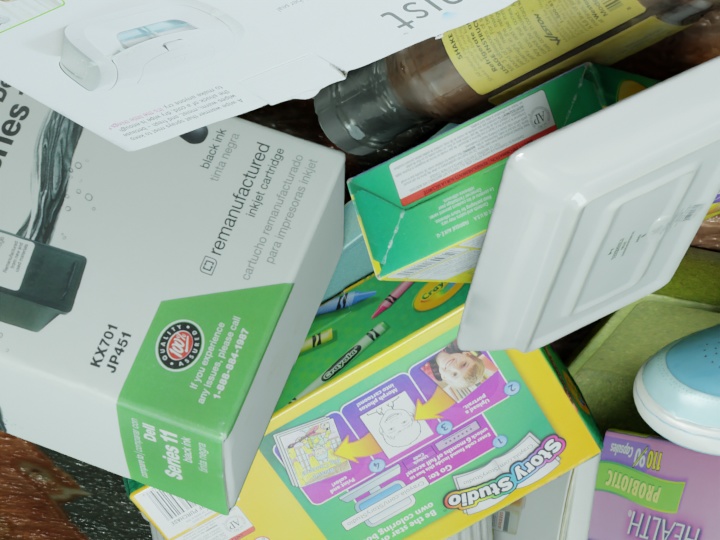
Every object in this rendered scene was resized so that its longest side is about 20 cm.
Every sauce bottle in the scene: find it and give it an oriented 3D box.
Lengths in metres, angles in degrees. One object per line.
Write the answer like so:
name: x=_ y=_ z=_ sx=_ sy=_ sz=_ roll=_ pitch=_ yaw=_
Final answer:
sauce bottle: x=0.056 y=-0.095 z=0.759 sx=0.064 sy=0.065 sz=0.199 roll=24 pitch=149 yaw=-34

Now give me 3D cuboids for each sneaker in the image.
sneaker: x=0.220 y=0.008 z=0.881 sx=0.198 sy=0.080 sz=0.131 roll=-10 pitch=132 yaw=-13

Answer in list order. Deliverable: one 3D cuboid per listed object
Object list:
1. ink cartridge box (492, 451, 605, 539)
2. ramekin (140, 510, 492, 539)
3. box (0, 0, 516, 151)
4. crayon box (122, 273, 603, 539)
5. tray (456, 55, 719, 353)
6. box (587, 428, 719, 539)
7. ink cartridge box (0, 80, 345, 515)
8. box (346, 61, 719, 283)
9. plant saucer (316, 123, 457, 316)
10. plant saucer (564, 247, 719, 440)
ink cartridge box: x=0.137 y=0.146 z=1.144 sx=0.144 sy=0.084 sz=0.200 roll=12 pitch=176 yaw=-20
ramekin: x=-0.019 y=0.152 z=1.078 sx=0.198 sy=0.106 sz=0.200 roll=-9 pitch=165 yaw=-2
box: x=-0.069 y=-0.136 z=0.660 sx=0.199 sy=0.098 sz=0.176 roll=-18 pitch=147 yaw=39
crayon box: x=0.000 y=0.079 z=0.925 sx=0.199 sy=0.058 sz=0.119 roll=-30 pitch=125 yaw=6
tray: x=0.094 y=-0.016 z=0.722 sx=0.107 sy=0.022 sz=0.200 roll=-26 pitch=163 yaw=-11
box: x=0.241 y=0.147 z=0.982 sx=0.198 sy=0.098 sz=0.176 roll=10 pitch=177 yaw=-20
ink cartridge box: x=-0.122 y=-0.005 z=0.840 sx=0.198 sy=0.148 sz=0.083 roll=18 pitch=153 yaw=8
box: x=0.095 y=-0.035 z=0.816 sx=0.117 sy=0.049 sz=0.199 roll=-24 pitch=165 yaw=27
plant saucer: x=0.000 y=0.000 z=0.919 sx=0.200 sy=0.019 sz=0.070 roll=-38 pitch=139 yaw=15
plant saucer: x=0.205 y=0.047 z=1.046 sx=0.198 sy=0.048 sz=0.200 roll=10 pitch=154 yaw=-10
